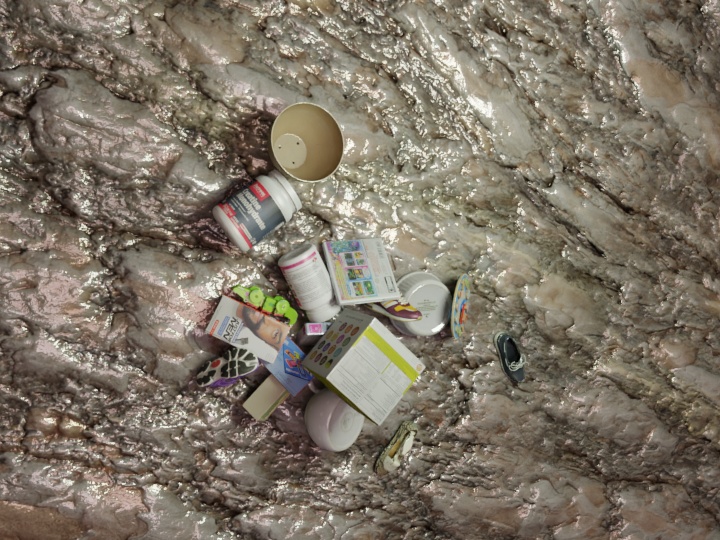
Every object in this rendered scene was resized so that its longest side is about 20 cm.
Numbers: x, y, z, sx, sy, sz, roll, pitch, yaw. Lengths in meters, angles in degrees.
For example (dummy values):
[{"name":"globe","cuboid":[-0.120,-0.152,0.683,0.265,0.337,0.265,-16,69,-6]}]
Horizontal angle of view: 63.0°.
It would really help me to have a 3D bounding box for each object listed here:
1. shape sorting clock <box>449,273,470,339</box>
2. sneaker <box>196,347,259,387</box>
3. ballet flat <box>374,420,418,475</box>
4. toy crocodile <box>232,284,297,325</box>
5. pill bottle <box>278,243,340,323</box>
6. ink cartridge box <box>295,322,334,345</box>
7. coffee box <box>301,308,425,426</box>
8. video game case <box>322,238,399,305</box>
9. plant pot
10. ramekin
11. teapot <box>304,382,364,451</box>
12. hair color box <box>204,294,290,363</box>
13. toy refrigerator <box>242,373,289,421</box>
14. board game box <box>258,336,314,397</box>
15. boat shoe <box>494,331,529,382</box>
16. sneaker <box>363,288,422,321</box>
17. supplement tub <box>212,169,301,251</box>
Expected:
[{"name":"shape sorting clock","cuboid":[0.305,0.109,1.781,0.039,0.200,0.201,9,97,17]},{"name":"sneaker","cuboid":[-0.345,0.265,1.571,0.083,0.199,0.081,33,45,-49]},{"name":"ballet flat","cuboid":[0.115,0.564,1.832,0.068,0.075,0.200,36,86,-23]},{"name":"toy crocodile","cuboid":[-0.260,0.089,1.612,0.199,0.067,0.062,25,90,-23]},{"name":"pill bottle","cuboid":[-0.137,0.038,1.626,0.113,0.113,0.201,-29,108,-14]},{"name":"ink cartridge box","cuboid":[-0.074,0.179,1.672,0.199,0.119,0.042,2,68,-20]},{"name":"coffee box","cuboid":[0.002,0.247,1.532,0.200,0.200,0.198,45,76,-19]},{"name":"video game case","cuboid":[0.000,0.000,1.654,0.181,0.024,0.201,-5,61,-21]},{"name":"plant pot","cuboid":[-0.161,-0.322,1.536,0.200,0.134,0.201,0,90,-29]},{"name":"ramekin","cuboid":[0.187,0.108,1.772,0.202,0.094,0.203,-4,101,-20]},{"name":"teapot","cuboid":[-0.093,0.413,1.694,0.197,0.146,0.201,38,68,-49]},{"name":"hair color box","cuboid":[-0.301,0.157,1.578,0.199,0.064,0.111,26,84,-7]},{"name":"toy refrigerator","cuboid":[-0.229,0.328,1.647,0.070,0.076,0.200,40,81,15]},{"name":"board game box","cuboid":[-0.213,0.242,1.620,0.103,0.019,0.200,-45,75,-6]},{"name":"boat shoe","cuboid":[0.506,0.292,1.942,0.075,0.062,0.201,-27,108,-17]},{"name":"sneaker","cuboid":[0.094,0.084,1.682,0.075,0.199,0.090,1,104,-54]},{"name":"supplement tub","cuboid":[-0.268,-0.157,1.528,0.200,0.140,0.141,-38,110,-11]}]
